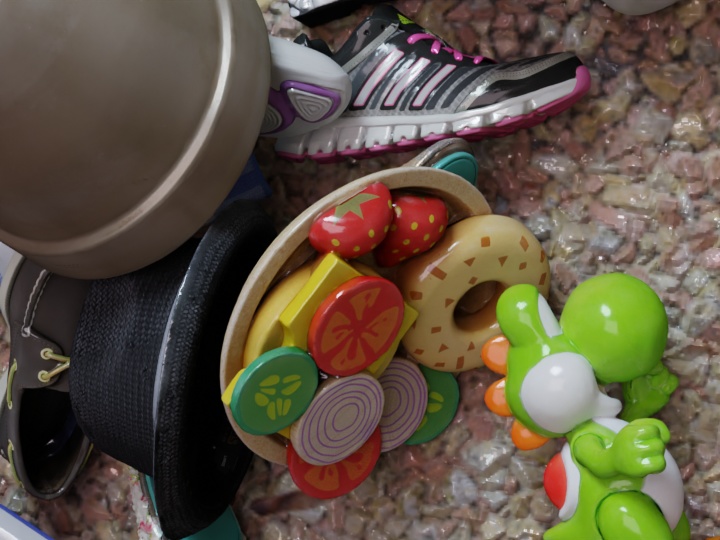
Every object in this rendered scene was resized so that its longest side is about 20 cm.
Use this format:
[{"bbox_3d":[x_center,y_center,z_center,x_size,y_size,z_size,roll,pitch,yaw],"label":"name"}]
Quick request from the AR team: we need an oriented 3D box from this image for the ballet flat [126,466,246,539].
[{"bbox_3d":[-0.091,0.192,1.073,0.064,0.075,0.201,-48,68,30],"label":"ballet flat"}]

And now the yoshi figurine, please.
[{"bbox_3d":[0.152,0.086,0.972,0.111,0.112,0.201,-25,83,-30],"label":"yoshi figurine"}]

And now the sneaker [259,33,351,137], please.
[{"bbox_3d":[-0.089,-0.140,1.051,0.198,0.075,0.100,14,61,25],"label":"sneaker"}]

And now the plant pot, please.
[{"bbox_3d":[-0.174,-0.116,0.936,0.198,0.173,0.202,-11,67,28],"label":"plant pot"}]

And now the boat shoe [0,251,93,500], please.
[{"bbox_3d":[-0.181,0.054,1.070,0.061,0.071,0.202,57,143,38],"label":"boat shoe"}]

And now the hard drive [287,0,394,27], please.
[{"bbox_3d":[0.003,-0.267,1.093,0.138,0.038,0.202,-14,80,17],"label":"hard drive"}]

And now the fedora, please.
[{"bbox_3d":[-0.113,0.051,1.024,0.091,0.200,0.203,12,90,14],"label":"fedora"}]

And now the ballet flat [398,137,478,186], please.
[{"bbox_3d":[0.000,0.000,1.045,0.067,0.068,0.201,40,110,39],"label":"ballet flat"}]

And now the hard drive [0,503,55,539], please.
[{"bbox_3d":[-0.206,0.221,1.089,0.199,0.025,0.133,32,120,8],"label":"hard drive"}]

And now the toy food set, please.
[{"bbox_3d":[0.008,0.035,0.990,0.199,0.199,0.049,-53,49,5],"label":"toy food set"}]

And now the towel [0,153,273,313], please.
[{"bbox_3d":[-0.172,-0.072,1.098,0.198,0.024,0.148,-23,79,-13],"label":"towel"}]

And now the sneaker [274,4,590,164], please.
[{"bbox_3d":[0.037,-0.118,1.049,0.198,0.074,0.089,-7,89,23],"label":"sneaker"}]

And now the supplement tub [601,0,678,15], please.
[{"bbox_3d":[0.138,-0.260,0.987,0.145,0.145,0.201,-41,75,12],"label":"supplement tub"}]
